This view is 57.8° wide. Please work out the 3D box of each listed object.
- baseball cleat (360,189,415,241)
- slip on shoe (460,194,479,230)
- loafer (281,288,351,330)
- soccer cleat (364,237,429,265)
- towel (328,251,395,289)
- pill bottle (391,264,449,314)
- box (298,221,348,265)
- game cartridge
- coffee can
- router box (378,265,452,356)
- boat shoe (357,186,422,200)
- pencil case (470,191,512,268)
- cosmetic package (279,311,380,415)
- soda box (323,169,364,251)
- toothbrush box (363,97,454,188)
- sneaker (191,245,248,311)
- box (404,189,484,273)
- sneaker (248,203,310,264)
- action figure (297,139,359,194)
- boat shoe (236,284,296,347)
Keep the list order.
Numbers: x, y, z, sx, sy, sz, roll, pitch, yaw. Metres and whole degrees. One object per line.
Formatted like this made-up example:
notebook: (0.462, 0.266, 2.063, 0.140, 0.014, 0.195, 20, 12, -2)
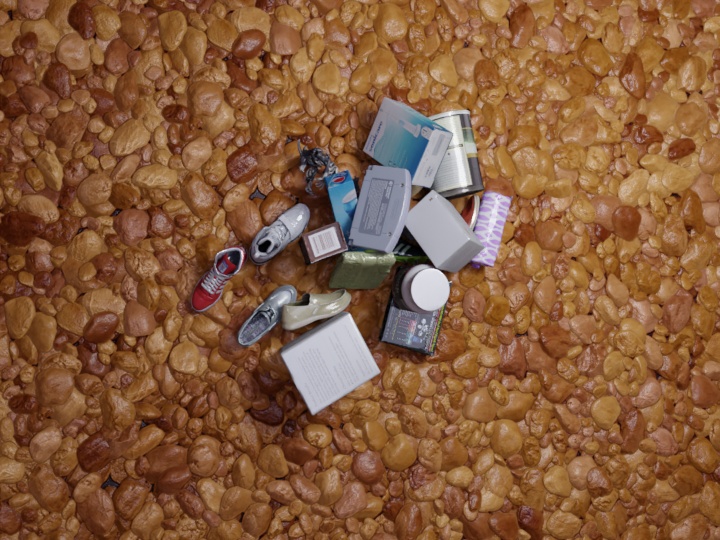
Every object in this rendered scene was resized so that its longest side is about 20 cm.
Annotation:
baseball cleat: (0.068, -0.141, 1.669, 0.105, 0.070, 0.202, -31, 113, 9)
slip on shoe: (0.261, -0.111, 1.728, 0.060, 0.074, 0.204, 25, 91, -3)
loafer: (-0.113, 0.087, 1.653, 0.196, 0.075, 0.070, -24, 110, -22)
soccer cleat: (0.103, -0.059, 1.709, 0.194, 0.068, 0.084, 3, 76, -7)
towel: (0.000, 0.000, 1.629, 0.144, 0.201, 0.038, 0, 68, -13)
pill bottle: (0.146, 0.044, 1.579, 0.112, 0.200, 0.120, 0, 89, -8)
box: (-0.096, -0.064, 1.611, 0.098, 0.200, 0.077, -20, 93, -7)
game cartridge: (0.051, -0.146, 1.558, 0.131, 0.040, 0.206, 11, 83, 35)
coffee can: (0.232, -0.293, 1.685, 0.142, 0.146, 0.206, -12, 91, -7)
router box: (0.143, 0.106, 1.710, 0.146, 0.062, 0.206, 16, 87, -6)
boat shoe: (0.071, -0.210, 1.702, 0.196, 0.065, 0.073, -27, 125, -3)
pencil case: (0.337, -0.109, 1.728, 0.082, 0.085, 0.206, 17, 86, -11)
cosmetic package: (-0.081, 0.224, 1.627, 0.197, 0.166, 0.171, -29, 93, -8)
soda box: (-0.035, -0.141, 1.629, 0.066, 0.065, 0.204, -16, 125, -4)
toothbrush box: (0.115, -0.319, 1.624, 0.084, 0.199, 0.149, 2, 119, -46)
sneaker: (-0.355, 0.017, 1.619, 0.071, 0.112, 0.202, 38, 85, -5)
box: (0.206, -0.090, 1.605, 0.106, 0.199, 0.154, -40, 73, 14)
sneaker: (-0.201, -0.093, 1.640, 0.200, 0.115, 0.075, -44, 95, -6)
action figure: (-0.095, -0.243, 1.658, 0.198, 0.119, 0.104, 34, 80, -11)
boat shoe: (-0.235, 0.118, 1.654, 0.070, 0.071, 0.201, 45, 84, -5)
